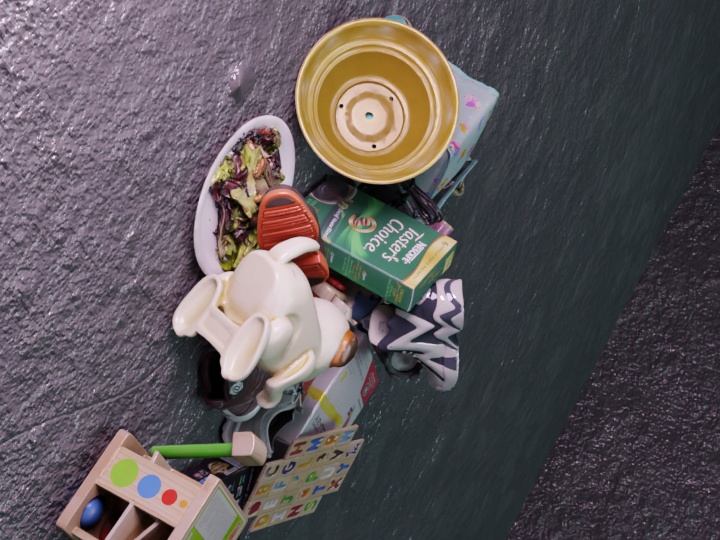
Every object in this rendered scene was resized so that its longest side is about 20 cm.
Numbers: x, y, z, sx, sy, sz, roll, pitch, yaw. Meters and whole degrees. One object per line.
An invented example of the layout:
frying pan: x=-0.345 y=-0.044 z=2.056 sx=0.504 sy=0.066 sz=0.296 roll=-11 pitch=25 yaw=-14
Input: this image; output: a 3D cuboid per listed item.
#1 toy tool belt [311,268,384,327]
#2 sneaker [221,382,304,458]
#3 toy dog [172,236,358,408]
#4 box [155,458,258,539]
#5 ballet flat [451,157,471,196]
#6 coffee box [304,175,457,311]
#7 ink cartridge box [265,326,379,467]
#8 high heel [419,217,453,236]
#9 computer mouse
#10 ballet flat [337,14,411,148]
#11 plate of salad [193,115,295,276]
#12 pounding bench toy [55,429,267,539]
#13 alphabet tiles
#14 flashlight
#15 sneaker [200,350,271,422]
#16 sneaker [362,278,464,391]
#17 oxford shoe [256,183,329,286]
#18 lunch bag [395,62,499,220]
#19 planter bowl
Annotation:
toy tool belt: x=0.000 y=0.000 z=1.588 sx=0.123 sy=0.124 sz=0.200 roll=-56 pitch=164 yaw=5
sneaker: x=-0.102 y=0.163 z=1.576 sx=0.201 sy=0.081 sz=0.075 roll=-61 pitch=156 yaw=-15
toy dog: x=-0.092 y=0.060 z=1.371 sx=0.200 sy=0.139 sz=0.195 roll=35 pitch=82 yaw=-54
box: x=-0.220 y=0.351 z=1.531 sx=0.198 sy=0.049 sz=0.202 roll=-18 pitch=127 yaw=-60
ballet flat: x=0.142 y=-0.194 z=1.812 sx=0.070 sy=0.069 sz=0.201 roll=-48 pitch=150 yaw=-37
coffee box: x=0.011 y=-0.038 z=1.488 sx=0.123 sy=0.199 sz=0.044 roll=-42 pitch=155 yaw=-44
ink cartridge box: x=-0.064 y=0.189 z=1.682 sx=0.201 sy=0.083 sz=0.146 roll=-55 pitch=154 yaw=-25
high heel: x=0.073 y=-0.039 z=1.724 sx=0.067 sy=0.200 sz=0.096 roll=39 pitch=87 yaw=-21
computer mouse: x=0.017 y=-0.106 z=1.555 sx=0.046 sy=0.200 sz=0.141 roll=-43 pitch=108 yaw=-19
ballet flat: x=0.020 y=-0.231 z=1.512 sx=0.201 sy=0.068 sz=0.067 roll=-62 pitch=163 yaw=-8
plate of salad: x=-0.124 y=-0.079 z=1.352 sx=0.200 sy=0.048 sz=0.201 roll=-47 pitch=150 yaw=-38
pounding bench toy: x=-0.215 y=0.245 z=1.307 sx=0.201 sy=0.155 sz=0.125 roll=-57 pitch=154 yaw=-22
alphabet tiles: x=-0.079 y=0.290 z=1.635 sx=0.199 sy=0.006 sz=0.167 roll=-5 pitch=129 yaw=-49
flashlight: x=0.043 y=0.090 z=1.702 sx=0.068 sy=0.067 sz=0.200 roll=-61 pitch=-161 yaw=13
sneaker: x=-0.133 y=0.091 z=1.457 sx=0.202 sy=0.075 sz=0.115 roll=-65 pitch=154 yaw=-5
sneaker: x=0.067 y=0.088 z=1.548 sx=0.200 sy=0.128 sz=0.080 roll=91 pitch=0 yaw=-55
oxford shoe: x=-0.082 y=-0.054 z=1.360 sx=0.201 sy=0.070 sz=0.073 roll=78 pitch=5 yaw=-63
lunch bag: x=0.097 y=-0.167 z=1.674 sx=0.171 sy=0.121 sz=0.201 roll=-51 pitch=169 yaw=-42
planter bowl: x=0.015 y=-0.197 z=1.429 sx=0.202 sy=0.199 sz=0.083 roll=-63 pitch=-176 yaw=-10
